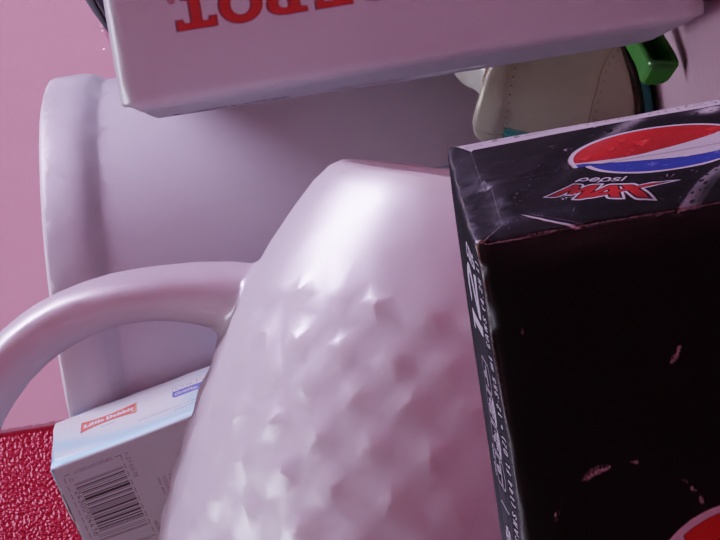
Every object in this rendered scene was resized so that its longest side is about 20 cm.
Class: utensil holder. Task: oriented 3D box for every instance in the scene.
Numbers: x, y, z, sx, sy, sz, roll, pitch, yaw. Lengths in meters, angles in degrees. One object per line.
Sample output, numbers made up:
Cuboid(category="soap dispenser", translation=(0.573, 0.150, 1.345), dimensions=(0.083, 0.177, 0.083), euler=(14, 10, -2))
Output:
Cuboid(category="utensil holder", translation=(0.000, 0.000, 0.828), dimensions=(0.170, 0.198, 0.171), euler=(-9, -90, -88))

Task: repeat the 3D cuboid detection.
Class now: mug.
Cuboid(category="mug", translation=(0.001, 0.065, 0.509), dimensions=(0.148, 0.198, 0.177), euler=(-30, -52, -84))

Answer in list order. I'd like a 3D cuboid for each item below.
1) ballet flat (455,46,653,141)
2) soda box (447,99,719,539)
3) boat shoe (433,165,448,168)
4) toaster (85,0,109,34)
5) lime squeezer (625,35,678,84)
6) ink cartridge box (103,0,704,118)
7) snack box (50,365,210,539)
Cuboid(category="ballet flat", translation=(0.049, -0.109, 0.770), dimensions=(0.201, 0.069, 0.070), euler=(-97, -3, -47))
Cuboid(category="soda box", translation=(0.063, 0.076, 0.390), dimensions=(0.063, 0.070, 0.202), euler=(-97, -2, -73))
Cuboid(category="boat shoe", translation=(0.017, 0.021, 0.662), dimensions=(0.200, 0.071, 0.068), euler=(-51, -43, -64))
Cuboid(category="toaster", translation=(-0.062, -0.200, 0.810), dimensions=(0.181, 0.199, 0.119), euler=(54, 172, 12))
Cuboid(category="lime squeezer", translation=(0.058, -0.131, 0.692), dimensions=(0.071, 0.037, 0.202), euler=(78, -176, -67))
Cuboid(category="ink cartridge box", translation=(-0.002, -0.146, 0.576), dimensions=(0.084, 0.144, 0.202), euler=(-103, 3, -85))
Cuboid(category="snack box", translation=(-0.010, 0.121, 0.766), dimensions=(0.037, 0.115, 0.201), euler=(-101, -10, -69))
